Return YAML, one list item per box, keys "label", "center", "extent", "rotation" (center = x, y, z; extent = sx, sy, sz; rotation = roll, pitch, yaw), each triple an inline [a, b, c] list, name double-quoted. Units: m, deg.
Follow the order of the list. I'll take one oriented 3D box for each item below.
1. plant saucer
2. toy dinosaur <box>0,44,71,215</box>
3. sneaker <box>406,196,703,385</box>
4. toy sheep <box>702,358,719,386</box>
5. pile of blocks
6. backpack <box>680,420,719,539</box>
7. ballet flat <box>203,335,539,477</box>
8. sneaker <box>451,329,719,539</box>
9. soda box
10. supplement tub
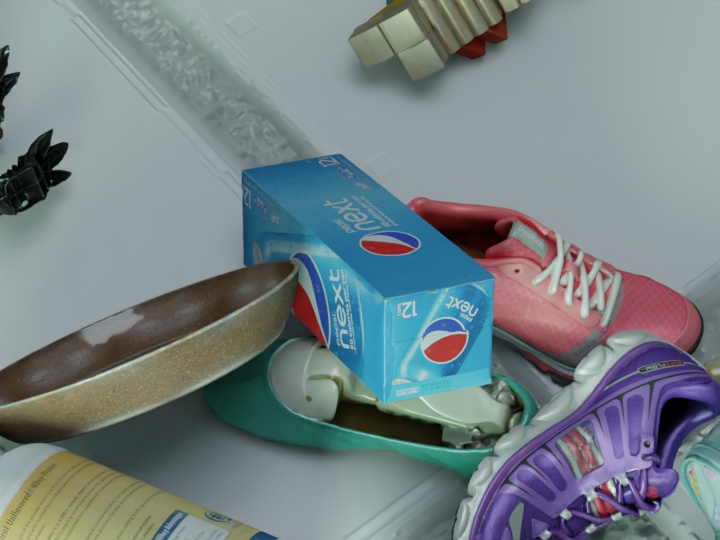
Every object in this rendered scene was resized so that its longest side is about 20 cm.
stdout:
- label: "plant saucer"
  center: [-0.120, 0.048, 1.117]
  extent: [0.200, 0.200, 0.035]
  rotation: [-25, 98, -18]
- label: "toy dinosaur"
  center: [-0.259, -0.071, 1.235]
  extent: [0.135, 0.102, 0.201]
  rotation: [-4, 68, 23]
- label: "sneaker"
  center: [0.104, 0.009, 1.190]
  extent: [0.199, 0.087, 0.074]
  rotation: [14, 58, 6]
- label: "toy sheep"
  center: [0.292, 0.042, 1.154]
  extent: [0.199, 0.138, 0.138]
  rotation: [-4, 57, 3]
- label: "pile of blocks"
  center: [0.080, -0.182, 1.339]
  extent: [0.200, 0.082, 0.062]
  rotation: [-37, 109, -13]
- label: "backpack"
  center: [0.248, 0.150, 1.044]
  extent: [0.153, 0.176, 0.200]
  rotation: [-35, 79, -3]
- label: "ballet flat"
  center: [0.009, 0.068, 1.157]
  extent: [0.199, 0.070, 0.068]
  rotation: [12, 58, 5]
- label: "sneaker"
  center: [0.124, 0.114, 1.112]
  extent: [0.083, 0.081, 0.200]
  rotation: [29, 66, 35]
- label: "soda box"
  center: [0.000, 0.000, 1.145]
  extent: [0.068, 0.064, 0.200]
  rotation: [-10, 26, -23]
- label: "supplement tub"
  center: [-0.137, 0.174, 1.037]
  extent: [0.199, 0.145, 0.145]
  rotation: [21, 59, 10]
